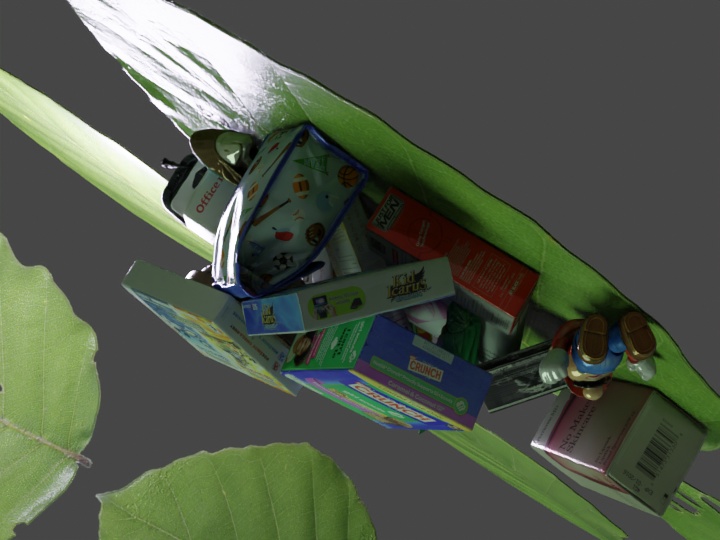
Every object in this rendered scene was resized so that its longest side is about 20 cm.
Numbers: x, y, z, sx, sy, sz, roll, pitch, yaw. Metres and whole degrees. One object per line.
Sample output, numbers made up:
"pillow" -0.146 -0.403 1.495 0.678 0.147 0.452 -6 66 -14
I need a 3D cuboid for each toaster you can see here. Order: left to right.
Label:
"toaster" -0.218 -0.097 1.945 0.198 0.115 0.129 29 172 18

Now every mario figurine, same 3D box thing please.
"mario figurine" 0.263 0.105 1.373 0.122 0.107 0.200 30 169 5

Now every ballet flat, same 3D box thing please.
"ballet flat" -0.137 -0.132 1.636 0.200 0.068 0.073 42 148 8

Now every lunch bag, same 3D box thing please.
"lunch bag" -0.096 -0.055 1.470 0.123 0.201 0.170 35 170 -15

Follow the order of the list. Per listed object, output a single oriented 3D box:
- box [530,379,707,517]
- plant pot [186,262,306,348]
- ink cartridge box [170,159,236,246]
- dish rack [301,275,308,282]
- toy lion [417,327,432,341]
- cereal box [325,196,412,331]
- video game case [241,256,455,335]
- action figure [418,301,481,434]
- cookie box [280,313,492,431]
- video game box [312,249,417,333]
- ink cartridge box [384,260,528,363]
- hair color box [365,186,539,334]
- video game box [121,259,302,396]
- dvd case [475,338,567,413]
"box" 0.336 0.223 1.651 0.108 0.129 0.200 36 170 -19
"plant pot" -0.129 0.042 1.639 0.199 0.093 0.201 30 162 11
"ink cartridge box" -0.149 -0.082 1.739 0.199 0.129 0.125 34 171 0
"dish rack" -0.123 0.065 1.876 0.054 0.203 0.153 8 164 -16
"toy lion" 0.010 0.101 1.952 0.193 0.199 0.069 55 163 -13
"cereal box" 0.000 0.000 1.617 0.202 0.039 0.144 68 166 -5
"video game case" -0.018 0.030 1.391 0.200 0.179 0.046 -10 93 67
"action figure" 0.115 0.109 1.560 0.054 0.118 0.201 37 146 25
"cookie box" 0.026 0.121 1.458 0.170 0.076 0.199 29 162 -22
"video game box" 0.008 0.054 1.806 0.182 0.047 0.201 38 -159 -22
"ink cartridge box" 0.116 0.055 1.609 0.195 0.043 0.201 29 148 19
"hair color box" 0.105 -0.010 1.449 0.198 0.062 0.102 31 170 9
"video game box" -0.181 0.071 1.568 0.199 0.047 0.182 18 161 45
"dvd case" 0.220 0.131 1.599 0.200 0.147 0.016 57 -165 -66
